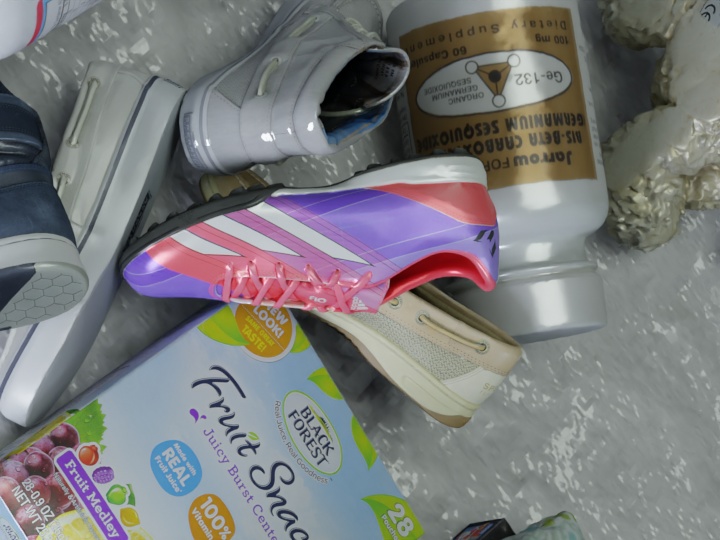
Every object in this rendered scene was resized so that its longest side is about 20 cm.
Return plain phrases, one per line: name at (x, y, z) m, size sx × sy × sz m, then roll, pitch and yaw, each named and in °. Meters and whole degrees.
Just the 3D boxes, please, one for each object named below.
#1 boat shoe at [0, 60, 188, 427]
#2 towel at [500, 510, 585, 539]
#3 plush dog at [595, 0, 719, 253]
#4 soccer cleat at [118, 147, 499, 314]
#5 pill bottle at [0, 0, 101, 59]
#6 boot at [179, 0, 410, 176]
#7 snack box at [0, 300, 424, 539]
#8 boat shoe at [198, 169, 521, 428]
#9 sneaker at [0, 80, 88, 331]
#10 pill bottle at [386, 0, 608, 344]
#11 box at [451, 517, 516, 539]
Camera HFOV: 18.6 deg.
boat shoe at (-0.155, -0.018, 1.145) m, size 0.065 × 0.072 × 0.201 m, roll 21°, pitch 77°, yaw 5°
towel at (0.076, 0.241, 1.187) m, size 0.199 × 0.048 × 0.172 m, roll -19°, pitch 89°, yaw -39°
plush dog at (0.246, -0.102, 1.381) m, size 0.171 × 0.160 × 0.201 m, roll 22°, pitch 66°, yaw -51°
soccer cleat at (-0.025, -0.007, 1.141) m, size 0.199 × 0.068 × 0.074 m, roll -13°, pitch 74°, yaw -7°
pill bottle at (-0.168, -0.171, 1.080) m, size 0.200 × 0.109 × 0.109 m, roll -36°, pitch 99°, yaw -31°
boot at (-0.011, -0.107, 1.205) m, size 0.200 × 0.095 × 0.074 m, roll -49°, pitch 130°, yaw -50°
snack box at (-0.088, 0.126, 1.152) m, size 0.200 × 0.068 × 0.169 m, roll -37°, pitch 99°, yaw -34°
boat shoe at (0.000, 0.000, 1.209) m, size 0.200 × 0.072 × 0.065 m, roll 41°, pitch 104°, yaw -2°
sneaker at (-0.247, -0.032, 1.087) m, size 0.201 × 0.077 × 0.147 m, roll -11°, pitch 63°, yaw -12°
pill bottle at (0.083, -0.060, 1.272) m, size 0.114 × 0.114 × 0.201 m, roll -5°, pitch 83°, yaw -33°
box at (0.042, 0.251, 1.223) m, size 0.200 × 0.038 × 0.137 m, roll -37°, pitch 100°, yaw -32°
